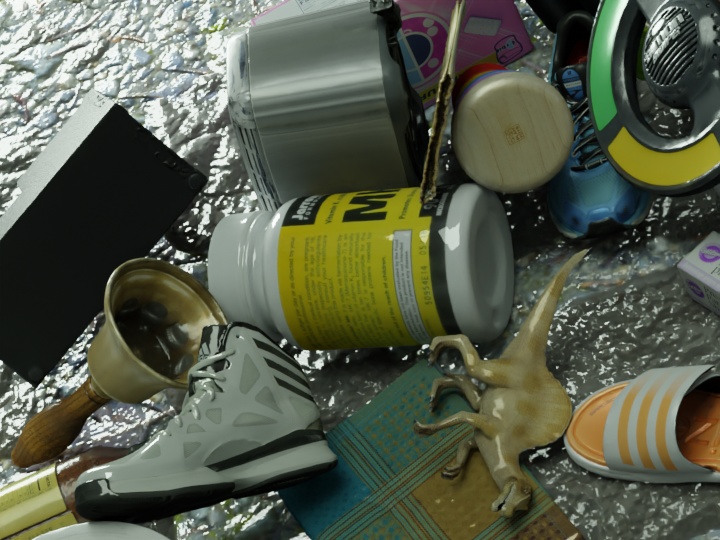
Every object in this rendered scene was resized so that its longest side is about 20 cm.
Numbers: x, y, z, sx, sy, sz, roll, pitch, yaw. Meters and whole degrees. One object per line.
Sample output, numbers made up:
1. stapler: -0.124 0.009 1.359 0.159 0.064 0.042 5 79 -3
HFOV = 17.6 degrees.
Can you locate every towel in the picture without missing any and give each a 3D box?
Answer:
1. towel: 0.042 0.161 1.574 0.147 0.022 0.200 -36 48 -7

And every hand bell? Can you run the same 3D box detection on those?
1. hand bell: -0.190 0.089 1.663 0.200 0.104 0.104 -41 36 36

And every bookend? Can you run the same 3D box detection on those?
1. bookend: -0.224 -0.031 1.775 0.200 0.092 0.199 -50 14 -2

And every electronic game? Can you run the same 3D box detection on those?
1. electronic game: 0.221 -0.149 1.577 0.200 0.042 0.200 -17 69 54

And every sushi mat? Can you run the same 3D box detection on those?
1. sushi mat: 0.060 -0.124 1.667 0.012 0.096 0.200 10 22 1

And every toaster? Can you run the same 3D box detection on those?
1. toaster: -0.022 -0.115 1.703 0.129 0.200 0.114 -9 53 6

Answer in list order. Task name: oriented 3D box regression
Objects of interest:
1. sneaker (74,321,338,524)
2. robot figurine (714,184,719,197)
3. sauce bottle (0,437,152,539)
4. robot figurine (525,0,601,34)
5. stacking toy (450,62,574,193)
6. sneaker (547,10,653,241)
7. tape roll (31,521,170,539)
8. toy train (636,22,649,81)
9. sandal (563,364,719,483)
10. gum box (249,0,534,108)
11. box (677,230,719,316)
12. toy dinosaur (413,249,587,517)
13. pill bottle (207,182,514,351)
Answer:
1. sneaker: -0.115 0.099 1.548 0.076 0.200 0.116 -29 74 48
2. robot figurine: 0.320 -0.078 1.581 0.200 0.113 0.170 13 59 32
3. sauce bottle: -0.206 0.168 1.654 0.200 0.066 0.066 -23 47 3
4. robot figurine: 0.178 -0.281 1.807 0.150 0.125 0.200 15 58 7
5. stacking toy: 0.099 -0.117 1.696 0.085 0.085 0.200 -26 14 2
6. sneaker: 0.161 -0.107 1.695 0.078 0.090 0.200 -14 49 13
7. tape roll: -0.161 0.280 1.487 0.202 0.139 0.203 -12 48 14
8. toy train: 0.231 -0.171 1.698 0.116 0.085 0.200 -30 17 -37
9. sandal: 0.227 0.096 1.515 0.206 0.059 0.079 4 55 28
10. gum box: 0.020 -0.180 1.804 0.200 0.114 0.066 -28 46 0
11. box: 0.296 0.039 1.546 0.039 0.041 0.200 -43 49 -13
12. toy dinosaur: 0.096 0.079 1.580 0.101 0.058 0.200 9 64 11
13. pill bottle: 0.000 0.000 1.663 0.200 0.114 0.114 -4 51 21
